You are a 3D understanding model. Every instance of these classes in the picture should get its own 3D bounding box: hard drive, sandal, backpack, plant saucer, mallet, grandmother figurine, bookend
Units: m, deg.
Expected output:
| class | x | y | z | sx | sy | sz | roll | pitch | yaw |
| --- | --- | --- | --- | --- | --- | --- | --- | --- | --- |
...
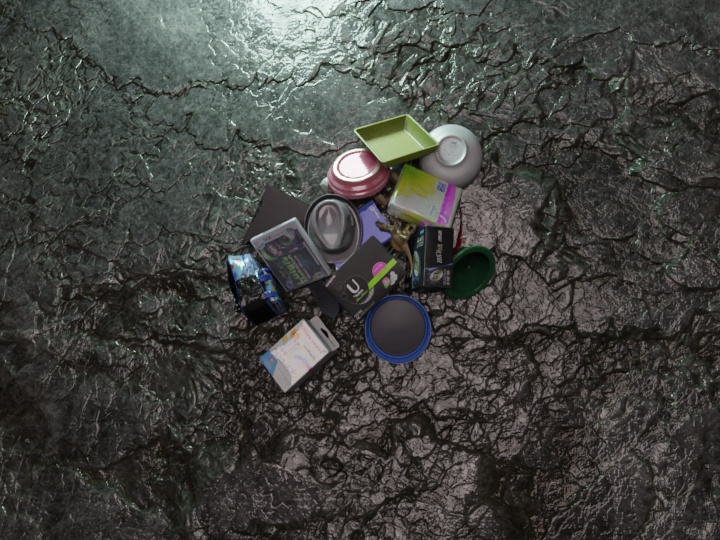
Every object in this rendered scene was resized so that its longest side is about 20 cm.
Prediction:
| class | x | y | z | sx | sy | sz | roll | pitch | yaw |
| --- | --- | --- | --- | --- | --- | --- | --- | --- | --- |
| hard drive | -0.011 | -0.101 | 1.633 | 0.198 | 0.025 | 0.133 | -34 | 80 | 2 |
| sandal | -0.119 | 0.054 | 1.656 | 0.076 | 0.043 | 0.201 | -47 | 69 | 25 |
| backpack | -0.322 | 0.042 | 1.629 | 0.132 | 0.183 | 0.203 | -21 | 68 | -4 |
| plant saucer | 0.106 | -0.383 | 1.630 | 0.196 | 0.049 | 0.201 | -20 | 48 | -17 |
| mallet | 0.127 | -0.125 | 1.656 | 0.066 | 0.041 | 0.200 | 42 | 94 | 9 |
| grandmother figurine | -0.032 | -0.257 | 1.685 | 0.195 | 0.061 | 0.124 | 5 | 63 | 11 |
| plant saucer | -0.008 | -0.303 | 1.640 | 0.195 | 0.051 | 0.204 | -6 | 49 | 7 |
| bookend | -0.233 | -0.129 | 1.675 | 0.197 | 0.092 | 0.202 | 26 | 95 | 2 |

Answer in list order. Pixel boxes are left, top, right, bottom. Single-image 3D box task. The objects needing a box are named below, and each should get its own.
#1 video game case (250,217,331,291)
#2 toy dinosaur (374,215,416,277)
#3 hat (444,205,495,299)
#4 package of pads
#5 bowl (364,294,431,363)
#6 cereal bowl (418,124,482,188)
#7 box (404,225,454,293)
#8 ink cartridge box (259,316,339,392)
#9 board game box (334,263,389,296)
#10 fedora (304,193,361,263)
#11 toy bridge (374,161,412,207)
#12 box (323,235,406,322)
| class | x | y | z | sx | sy | sz | roll | pitch | yaw |
| --- | --- | --- | --- | --- | --- | --- | --- | --- | --- |
| video game case | -0.206 | -0.041 | 1.605 | 0.179 | 0.024 | 0.202 | -20 | 116 | 31 |
| toy dinosaur | 0.122 | -0.089 | 1.557 | 0.057 | 0.102 | 0.201 | -15 | 59 | -37 |
| hat | 0.297 | -0.042 | 1.622 | 0.200 | 0.166 | 0.177 | -42 | 35 | 6 |
| package of pads | 0.190 | -0.203 | 1.601 | 0.196 | 0.068 | 0.157 | 23 | 66 | -2 |
| bowl | 0.110 | 0.171 | 1.598 | 0.195 | 0.039 | 0.206 | 0 | 95 | 5 |
| cereal bowl | 0.273 | -0.350 | 1.640 | 0.195 | 0.083 | 0.205 | -1 | 83 | 9 |
| box | 0.192 | -0.026 | 1.543 | 0.084 | 0.200 | 0.168 | 4 | 84 | -10 |
| ink cartridge box | -0.173 | 0.241 | 1.602 | 0.199 | 0.125 | 0.129 | -42 | 79 | 1 |
| board game box | 0.000 | 0.000 | 1.652 | 0.149 | 0.040 | 0.205 | -11 | 81 | 6 |
| fedora | -0.084 | -0.124 | 1.572 | 0.172 | 0.090 | 0.205 | -1 | 90 | 4 |
| toy bridge | 0.113 | -0.274 | 1.660 | 0.067 | 0.027 | 0.202 | 39 | 71 | -27 |
| box | 0.014 | 0.020 | 1.552 | 0.200 | 0.124 | 0.149 | -45 | 91 | 4 |
